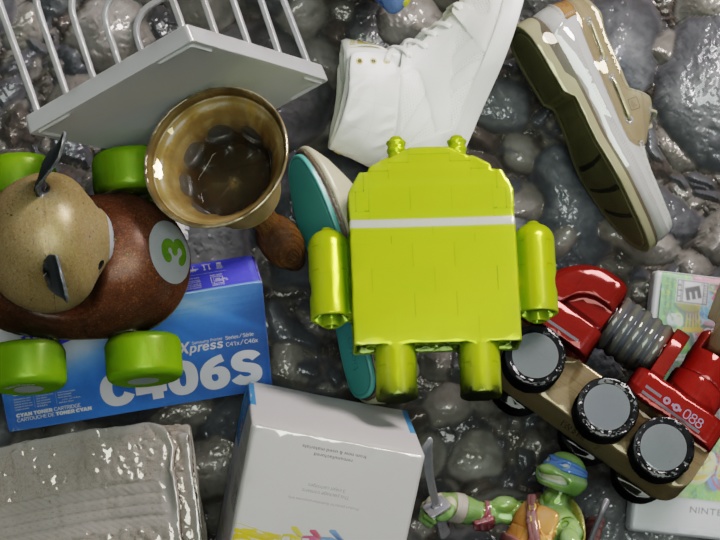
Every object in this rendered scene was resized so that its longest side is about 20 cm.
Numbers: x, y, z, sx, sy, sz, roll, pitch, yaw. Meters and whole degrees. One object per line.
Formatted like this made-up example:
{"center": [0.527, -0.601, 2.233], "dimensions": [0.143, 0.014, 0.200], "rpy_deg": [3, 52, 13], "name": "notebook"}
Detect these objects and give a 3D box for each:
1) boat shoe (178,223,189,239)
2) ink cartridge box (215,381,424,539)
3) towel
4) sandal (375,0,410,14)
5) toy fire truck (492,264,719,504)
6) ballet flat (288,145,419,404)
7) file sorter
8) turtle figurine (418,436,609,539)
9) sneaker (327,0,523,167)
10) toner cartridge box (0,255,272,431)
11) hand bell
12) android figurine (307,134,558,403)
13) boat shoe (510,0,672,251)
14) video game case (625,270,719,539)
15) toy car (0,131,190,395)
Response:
{"center": [-0.226, -0.014, 1.617], "dimensions": [0.199, 0.072, 0.069], "rpy_deg": [2, 85, -16], "name": "boat shoe"}
{"center": [-0.039, 0.201, 1.578], "dimensions": [0.124, 0.129, 0.201], "rpy_deg": [10, 100, -7], "name": "ink cartridge box"}
{"center": [-0.207, 0.185, 1.586], "dimensions": [0.199, 0.034, 0.134], "rpy_deg": [-11, 83, 14], "name": "towel"}
{"center": [-0.047, -0.253, 1.648], "dimensions": [0.200, 0.080, 0.087], "rpy_deg": [39, 85, 8], "name": "sandal"}
{"center": [0.215, 0.044, 1.633], "dimensions": [0.176, 0.129, 0.200], "rpy_deg": [35, 73, 8], "name": "toy fire truck"}
{"center": [0.000, 0.000, 1.649], "dimensions": [0.069, 0.069, 0.201], "rpy_deg": [-15, 90, -8], "name": "ballet flat"}
{"center": [-0.143, -0.170, 1.547], "dimensions": [0.138, 0.200, 0.125], "rpy_deg": [-26, 76, 22], "name": "file sorter"}
{"center": [0.097, 0.223, 1.593], "dimensions": [0.143, 0.200, 0.195], "rpy_deg": [16, 93, 9], "name": "turtle figurine"}
{"center": [0.045, -0.166, 1.654], "dimensions": [0.115, 0.074, 0.201], "rpy_deg": [24, 85, -8], "name": "sneaker"}
{"center": [-0.167, 0.053, 1.607], "dimensions": [0.199, 0.043, 0.096], "rpy_deg": [-9, 119, -8], "name": "toner cartridge box"}
{"center": [-0.073, -0.041, 1.574], "dimensions": [0.103, 0.200, 0.105], "rpy_deg": [-6, 67, 14], "name": "hand bell"}
{"center": [0.052, -0.004, 1.584], "dimensions": [0.181, 0.041, 0.201], "rpy_deg": [-3, 73, -3], "name": "android figurine"}
{"center": [0.191, -0.113, 1.667], "dimensions": [0.068, 0.075, 0.201], "rpy_deg": [-32, 100, -17], "name": "boat shoe"}
{"center": [0.303, 0.110, 1.695], "dimensions": [0.181, 0.022, 0.202], "rpy_deg": [7, 86, -7], "name": "video game case"}
{"center": [-0.191, -0.018, 1.470], "dimensions": [0.157, 0.200, 0.165], "rpy_deg": [-4, 77, -6], "name": "toy car"}
